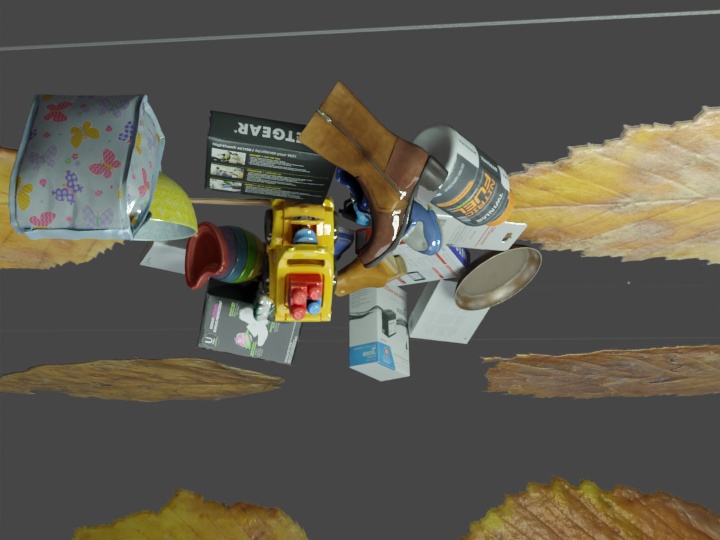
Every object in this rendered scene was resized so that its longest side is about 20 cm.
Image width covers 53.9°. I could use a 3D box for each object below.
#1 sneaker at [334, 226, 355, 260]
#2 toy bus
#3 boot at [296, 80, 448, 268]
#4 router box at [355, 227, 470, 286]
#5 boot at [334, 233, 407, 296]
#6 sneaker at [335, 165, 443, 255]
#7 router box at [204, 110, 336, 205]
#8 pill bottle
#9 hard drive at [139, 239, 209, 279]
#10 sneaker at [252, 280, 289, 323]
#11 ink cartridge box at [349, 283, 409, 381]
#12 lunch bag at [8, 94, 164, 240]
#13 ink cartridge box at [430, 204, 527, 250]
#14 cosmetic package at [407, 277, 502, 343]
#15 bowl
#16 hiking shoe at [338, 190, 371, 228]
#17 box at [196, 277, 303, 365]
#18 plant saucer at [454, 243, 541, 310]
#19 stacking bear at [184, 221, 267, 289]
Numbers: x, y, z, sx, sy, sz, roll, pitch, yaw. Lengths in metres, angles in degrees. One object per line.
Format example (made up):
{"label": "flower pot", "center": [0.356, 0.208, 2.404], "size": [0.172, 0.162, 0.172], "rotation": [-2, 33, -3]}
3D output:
{"label": "sneaker", "center": [-0.076, -0.005, 1.390], "size": [0.079, 0.119, 0.198], "rotation": [12, 156, -28]}
{"label": "toy bus", "center": [-0.098, -0.009, 1.188], "size": [0.131, 0.206, 0.193], "rotation": [1, -159, -9]}
{"label": "boot", "center": [-0.007, -0.124, 0.971], "size": [0.198, 0.069, 0.189], "rotation": [35, 122, -5]}
{"label": "router box", "center": [0.108, -0.034, 1.399], "size": [0.175, 0.050, 0.200], "rotation": [-9, 156, 23]}
{"label": "boot", "center": [0.000, -0.001, 1.297], "size": [0.141, 0.073, 0.201], "rotation": [-20, 161, 12]}
{"label": "sneaker", "center": [0.038, -0.091, 1.058], "size": [0.087, 0.200, 0.076], "rotation": [-26, 157, -45]}
{"label": "router box", "center": [-0.137, -0.167, 1.080], "size": [0.194, 0.053, 0.150], "rotation": [6, 156, -12]}
{"label": "pill bottle", "center": [0.158, -0.134, 1.074], "size": [0.104, 0.109, 0.198], "rotation": [-16, 153, 38]}
{"label": "hard drive", "center": [-0.351, -0.023, 1.484], "size": [0.195, 0.027, 0.131], "rotation": [14, 155, -27]}
{"label": "sneaker", "center": [-0.134, 0.007, 1.331], "size": [0.089, 0.205, 0.077], "rotation": [19, -175, -19]}
{"label": "ink cartridge box", "center": [0.043, 0.131, 1.604], "size": [0.082, 0.206, 0.144], "rotation": [-14, 154, 30]}
{"label": "lunch bag", "center": [-0.372, -0.130, 0.969], "size": [0.164, 0.205, 0.128], "rotation": [-1, 150, 2]}
{"label": "ink cartridge box", "center": [0.176, -0.094, 1.222], "size": [0.194, 0.069, 0.116], "rotation": [5, 158, -7]}
{"label": "cosmetic package", "center": [0.206, 0.078, 1.580], "size": [0.146, 0.053, 0.202], "rotation": [9, 135, -15]}
{"label": "bowl", "center": [-0.356, -0.116, 1.121], "size": [0.194, 0.111, 0.200], "rotation": [0, 173, 0]}
{"label": "hiking shoe", "center": [0.027, -0.117, 1.163], "size": [0.084, 0.077, 0.200], "rotation": [7, 157, -16]}
{"label": "box", "center": [-0.220, 0.085, 1.434], "size": [0.194, 0.149, 0.127], "rotation": [13, 115, -13]}
{"label": "plant saucer", "center": [0.274, 0.010, 1.439], "size": [0.195, 0.033, 0.202], "rotation": [-18, 146, -12]}
{"label": "stacking bear", "center": [-0.227, -0.024, 1.366], "size": [0.120, 0.117, 0.197], "rotation": [-27, 157, 36]}
